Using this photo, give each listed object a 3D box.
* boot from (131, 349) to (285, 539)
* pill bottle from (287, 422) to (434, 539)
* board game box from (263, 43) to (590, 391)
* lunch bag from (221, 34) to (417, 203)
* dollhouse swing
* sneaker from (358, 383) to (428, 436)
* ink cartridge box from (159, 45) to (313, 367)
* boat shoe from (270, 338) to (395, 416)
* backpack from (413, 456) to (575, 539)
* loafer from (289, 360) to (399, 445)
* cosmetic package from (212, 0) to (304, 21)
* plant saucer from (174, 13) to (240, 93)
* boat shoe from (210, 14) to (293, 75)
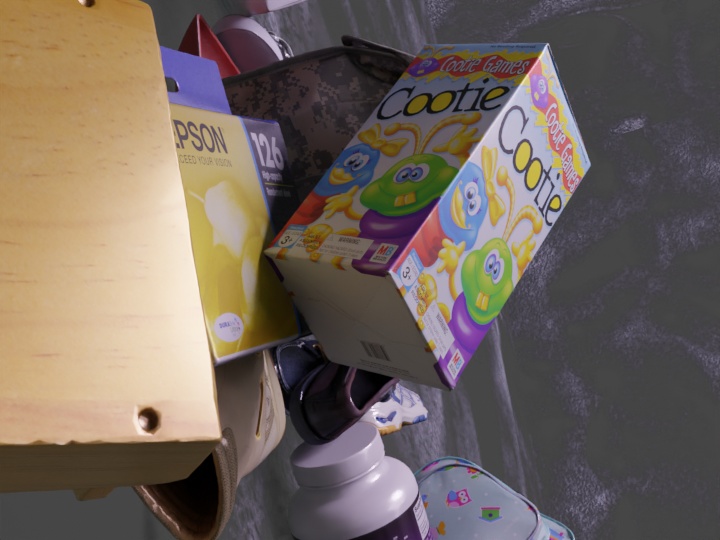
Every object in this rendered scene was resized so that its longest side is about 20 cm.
[{"bbox_3d":[-0.110,0.053,0.681,0.156,0.072,0.203,-57,134,-72],"label":"boot"},{"bbox_3d":[0.007,0.234,0.893,0.113,0.111,0.203,-62,136,-72],"label":"pill bottle"},{"bbox_3d":[0.049,-0.042,0.689,0.201,0.104,0.104,-54,133,-29],"label":"board game box"},{"bbox_3d":[-0.004,-0.107,0.868,0.164,0.197,0.120,28,48,-72],"label":"lunch bag"},{"bbox_3d":[-0.163,0.002,0.474,0.180,0.175,0.203,7,63,-44],"label":"dollhouse swing"},{"bbox_3d":[0.023,0.130,1.170,0.200,0.074,0.090,16,59,-77],"label":"sneaker"},{"bbox_3d":[-0.088,-0.048,0.658,0.197,0.046,0.203,-12,87,-72],"label":"ink cartridge box"},{"bbox_3d":[-0.031,0.086,0.941,0.200,0.089,0.072,31,45,-72],"label":"boat shoe"},{"bbox_3d":[0.097,0.279,1.055,0.199,0.176,0.154,26,-24,51],"label":"backpack"},{"bbox_3d":[0.016,0.073,0.903,0.072,0.063,0.200,57,40,-11],"label":"loafer"},{"bbox_3d":[-0.085,-0.336,0.952,0.200,0.121,0.202,23,-46,69],"label":"cosmetic package"},{"bbox_3d":[-0.106,-0.078,0.921,0.200,0.036,0.203,54,25,-59],"label":"plant saucer"},{"bbox_3d":[-0.093,-0.188,1.015,0.200,0.072,0.069,51,31,-62],"label":"boat shoe"}]
